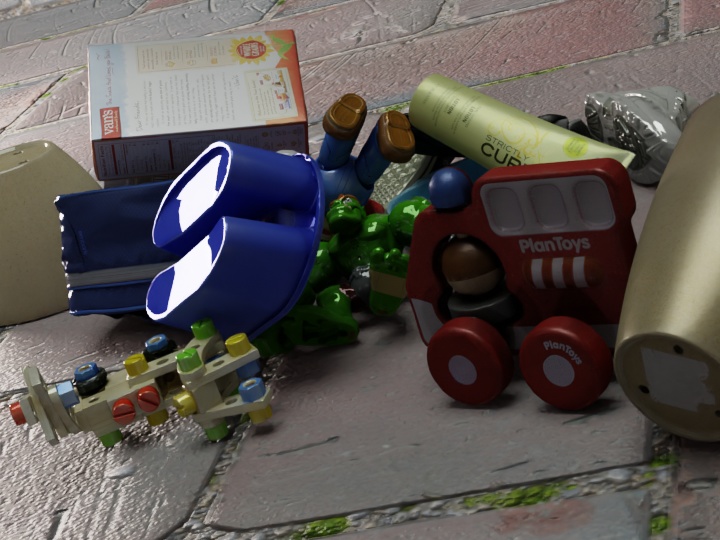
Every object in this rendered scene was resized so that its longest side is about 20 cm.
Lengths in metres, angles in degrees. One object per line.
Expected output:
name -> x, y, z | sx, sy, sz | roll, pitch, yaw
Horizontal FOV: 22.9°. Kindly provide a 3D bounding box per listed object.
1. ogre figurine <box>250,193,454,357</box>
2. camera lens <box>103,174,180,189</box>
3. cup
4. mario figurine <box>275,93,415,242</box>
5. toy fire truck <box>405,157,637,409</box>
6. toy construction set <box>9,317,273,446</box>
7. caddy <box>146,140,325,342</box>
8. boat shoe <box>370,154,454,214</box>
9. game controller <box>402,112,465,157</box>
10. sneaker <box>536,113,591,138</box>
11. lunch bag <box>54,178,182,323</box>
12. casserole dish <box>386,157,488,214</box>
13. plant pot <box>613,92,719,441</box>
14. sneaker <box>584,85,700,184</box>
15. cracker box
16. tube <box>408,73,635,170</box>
ogre figurine -> 0.000, 0.000, 1.498 | 0.200, 0.098, 0.120 | -44, 21, 28
camera lens -> -0.156, -0.121, 1.782 | 0.199, 0.161, 0.160 | 1, 18, -8
cup -> -0.342, -0.050, 1.835 | 0.199, 0.144, 0.200 | -16, 19, 6
mario figurine -> -0.021, -0.052, 1.564 | 0.123, 0.200, 0.106 | 45, 48, 18
toy fire truck -> 0.118, 0.000, 1.278 | 0.199, 0.169, 0.112 | -1, 25, 38
toy construction set -> -0.172, 0.098, 1.390 | 0.199, 0.093, 0.131 | -8, 19, -8
caddy -> -0.095, -0.020, 1.451 | 0.105, 0.142, 0.200 | 16, -28, -25
boat shoe -> 0.055, -0.103, 1.774 | 0.074, 0.062, 0.200 | 3, 43, 34
game controller -> 0.121, -0.132, 1.717 | 0.104, 0.042, 0.200 | -9, -5, 42
sneaker -> 0.159, -0.069, 1.509 | 0.075, 0.116, 0.200 | -8, 21, 22
lunch bag -> -0.169, -0.017, 1.626 | 0.199, 0.133, 0.136 | -6, 4, 25
casserole dish -> 0.093, -0.055, 1.617 | 0.121, 0.039, 0.200 | -27, 18, -2
plant pot -> 0.251, 0.010, 1.166 | 0.187, 0.188, 0.200 | 2, 41, 43
sneaker -> 0.280, -0.140, 1.665 | 0.099, 0.078, 0.200 | -15, 20, -5
cracker box -> -0.153, -0.156, 1.661 | 0.199, 0.058, 0.134 | -5, 48, -5
tube -> 0.129, -0.105, 1.474 | 0.200, 0.058, 0.052 | 32, 35, 32
